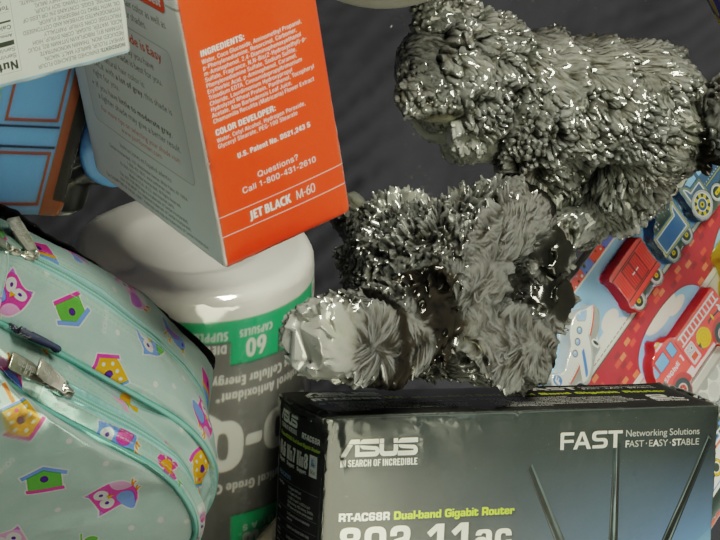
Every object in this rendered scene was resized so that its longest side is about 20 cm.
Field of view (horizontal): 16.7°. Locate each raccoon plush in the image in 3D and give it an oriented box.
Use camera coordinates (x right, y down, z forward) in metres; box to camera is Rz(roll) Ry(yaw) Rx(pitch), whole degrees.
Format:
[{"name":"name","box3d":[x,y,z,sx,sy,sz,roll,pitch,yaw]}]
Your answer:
[{"name":"raccoon plush","box3d":[0.109,-0.098,1.124,0.199,0.097,0.134,-29,134,26]},{"name":"raccoon plush","box3d":[0.000,0.000,1.076,0.199,0.133,0.098,6,89,-49]}]

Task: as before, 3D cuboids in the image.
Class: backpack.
[{"name":"backpack","box3d":[-0.152,0.056,0.995,0.199,0.127,0.167,32,130,-32]}]

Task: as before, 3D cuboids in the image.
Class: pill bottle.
[{"name":"pill bottle","box3d":[-0.079,0.076,1.143,0.112,0.113,0.201,-10,119,-22]}]

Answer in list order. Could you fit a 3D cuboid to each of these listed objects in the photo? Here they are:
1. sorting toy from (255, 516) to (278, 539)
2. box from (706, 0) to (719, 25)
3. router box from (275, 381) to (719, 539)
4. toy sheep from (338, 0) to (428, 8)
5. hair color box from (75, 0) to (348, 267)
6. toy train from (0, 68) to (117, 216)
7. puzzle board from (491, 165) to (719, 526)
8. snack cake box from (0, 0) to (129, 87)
[{"name":"sorting toy","box3d":[0.018,0.184,1.144,0.185,0.036,0.200,-47,116,-8]},{"name":"box","box3d":[0.237,-0.099,1.235,0.064,0.070,0.200,-37,125,-1]},{"name":"router box","box3d":[0.060,0.130,1.102,0.198,0.062,0.151,-1,98,-21]},{"name":"toy sheep","box3d":[0.010,-0.175,1.030,0.137,0.200,0.139,-1,87,8]},{"name":"hair color box","box3d":[-0.070,-0.116,0.940,0.064,0.111,0.201,-26,125,-24]},{"name":"toy train","box3d":[-0.127,-0.116,1.024,0.114,0.087,0.201,-1,117,-43]},{"name":"puzzle board","box3d":[0.162,0.039,1.229,0.151,0.017,0.200,50,61,-21]},{"name":"snack cake box","box3d":[-0.185,-0.111,0.823,0.199,0.067,0.116,-16,130,-16]}]
